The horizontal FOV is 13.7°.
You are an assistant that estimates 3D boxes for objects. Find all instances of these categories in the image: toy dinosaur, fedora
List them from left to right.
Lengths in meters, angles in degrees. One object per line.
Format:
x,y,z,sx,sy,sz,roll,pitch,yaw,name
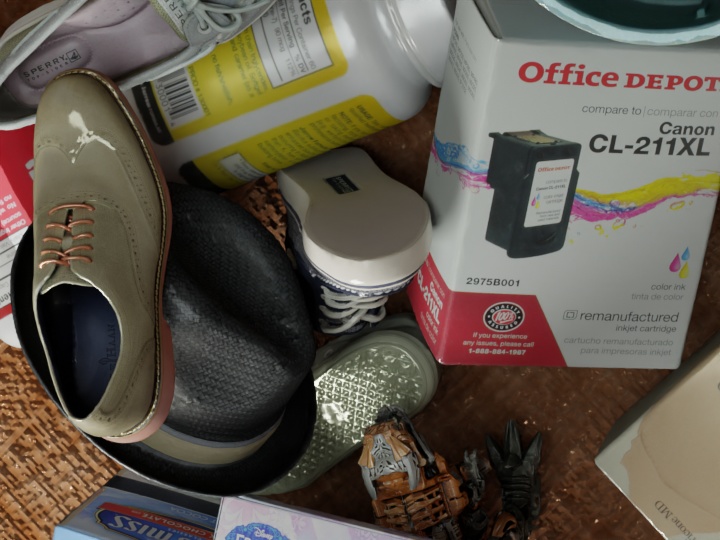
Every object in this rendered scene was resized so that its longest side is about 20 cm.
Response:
-0.092,0.023,1.649,0.201,0.201,0.092,46,133,1,fedora
0.048,0.161,1.709,0.101,0.136,0.201,2,120,9,toy dinosaur

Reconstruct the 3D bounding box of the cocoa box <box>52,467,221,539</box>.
-0.081,0.217,1.772,0.199,0.131,0.134,16,108,12,cocoa box

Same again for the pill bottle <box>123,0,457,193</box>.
-0.029,-0.124,1.682,0.199,0.114,0.115,-20,97,20,pill bottle

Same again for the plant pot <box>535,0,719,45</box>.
0.172,-0.232,1.550,0.199,0.196,0.202,4,105,17,plant pot

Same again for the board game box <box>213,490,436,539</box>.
-0.010,0.235,1.612,0.199,0.041,0.201,11,88,39,board game box

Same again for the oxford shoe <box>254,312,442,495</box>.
-0.025,0.079,1.766,0.199,0.058,0.075,-27,101,36,oxford shoe

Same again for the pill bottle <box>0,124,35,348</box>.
-0.187,-0.028,1.754,0.112,0.112,0.201,-28,94,21,pill bottle

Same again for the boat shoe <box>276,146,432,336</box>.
0.000,0.000,1.671,0.074,0.200,0.093,-10,110,-6,boat shoe

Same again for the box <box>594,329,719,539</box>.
0.235,0.066,1.668,0.095,0.078,0.200,45,111,1,box

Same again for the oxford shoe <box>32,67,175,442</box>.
-0.139,-0.012,1.565,0.070,0.074,0.201,-14,81,15,oxford shoe

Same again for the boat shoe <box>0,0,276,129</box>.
-0.120,-0.134,1.611,0.201,0.065,0.075,-24,111,22,boat shoe

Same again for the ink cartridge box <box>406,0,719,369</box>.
0.115,-0.053,1.622,0.145,0.083,0.201,1,120,-13,ink cartridge box
